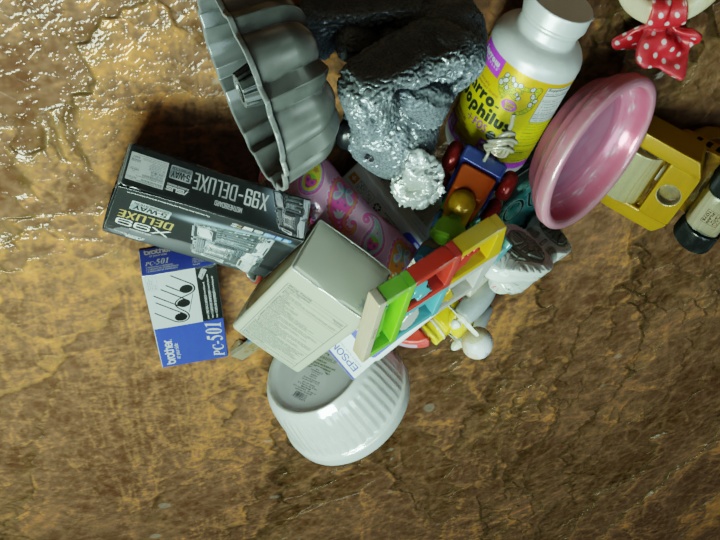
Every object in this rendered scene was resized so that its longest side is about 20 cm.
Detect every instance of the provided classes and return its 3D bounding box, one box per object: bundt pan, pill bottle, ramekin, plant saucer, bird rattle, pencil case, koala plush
[{"bbox_3d":[-0.081,-0.182,0.896,0.075,0.203,0.203,-24,145,-11],"label":"bundt pan"},{"bbox_3d":[0.173,-0.208,1.041,0.102,0.106,0.202,1,139,-24],"label":"pill bottle"},{"bbox_3d":[-0.038,0.158,1.342,0.198,0.202,0.105,-27,133,11],"label":"ramekin"},{"bbox_3d":[0.263,-0.144,1.115,0.199,0.051,0.202,-37,151,-24],"label":"plant saucer"},{"bbox_3d":[0.339,-0.312,1.022,0.162,0.114,0.199,29,137,-31],"label":"bird rattle"},{"bbox_3d":[-0.026,-0.059,1.081,0.087,0.088,0.200,-38,103,26],"label":"pencil case"},{"bbox_3d":[0.039,-0.171,0.981,0.181,0.179,0.202,-19,141,-16],"label":"koala plush"}]

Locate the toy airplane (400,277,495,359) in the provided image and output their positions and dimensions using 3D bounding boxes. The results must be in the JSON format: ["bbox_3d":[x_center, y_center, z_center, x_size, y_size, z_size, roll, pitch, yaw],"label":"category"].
[{"bbox_3d":[0.154,0.051,1.328,0.198,0.143,0.198,-6,157,-45],"label":"toy airplane"}]

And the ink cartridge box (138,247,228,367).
[{"bbox_3d":[-0.225,0.045,1.237,0.092,0.045,0.202,-9,143,-10],"label":"ink cartridge box"}]

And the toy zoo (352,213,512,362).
[{"bbox_3d":[0.082,0.012,1.006,0.198,0.021,0.132,-32,159,-22],"label":"toy zoo"}]

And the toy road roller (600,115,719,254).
[{"bbox_3d":[0.419,-0.133,1.260,0.197,0.147,0.124,28,136,3],"label":"toy road roller"}]

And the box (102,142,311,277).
[{"bbox_3d":[-0.170,-0.059,1.033,0.196,0.051,0.157,17,160,-18],"label":"box"}]

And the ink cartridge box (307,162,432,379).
[{"bbox_3d":[0.000,0.000,1.177,0.199,0.198,0.047,-39,-178,30],"label":"ink cartridge box"}]

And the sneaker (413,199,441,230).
[{"bbox_3d":[0.092,-0.038,1.223,0.196,0.101,0.075,-19,155,3],"label":"sneaker"}]

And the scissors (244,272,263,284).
[{"bbox_3d":[-0.092,-0.014,1.130,0.014,0.073,0.200,-38,177,-30],"label":"scissors"}]

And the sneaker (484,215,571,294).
[{"bbox_3d":[0.186,-0.003,1.162,0.100,0.078,0.199,-50,161,28],"label":"sneaker"}]

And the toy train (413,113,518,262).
[{"bbox_3d":[0.111,-0.075,1.018,0.084,0.117,0.200,28,159,4],"label":"toy train"}]

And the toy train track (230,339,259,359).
[{"bbox_3d":[-0.111,0.065,1.326,0.114,0.033,0.199,22,135,-41],"label":"toy train track"}]

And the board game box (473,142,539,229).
[{"bbox_3d":[0.218,-0.102,1.201,0.198,0.028,0.136,-34,147,-18],"label":"board game box"}]

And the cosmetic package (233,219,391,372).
[{"bbox_3d":[-0.059,0.034,1.080,0.104,0.072,0.200,36,148,-11],"label":"cosmetic package"}]
